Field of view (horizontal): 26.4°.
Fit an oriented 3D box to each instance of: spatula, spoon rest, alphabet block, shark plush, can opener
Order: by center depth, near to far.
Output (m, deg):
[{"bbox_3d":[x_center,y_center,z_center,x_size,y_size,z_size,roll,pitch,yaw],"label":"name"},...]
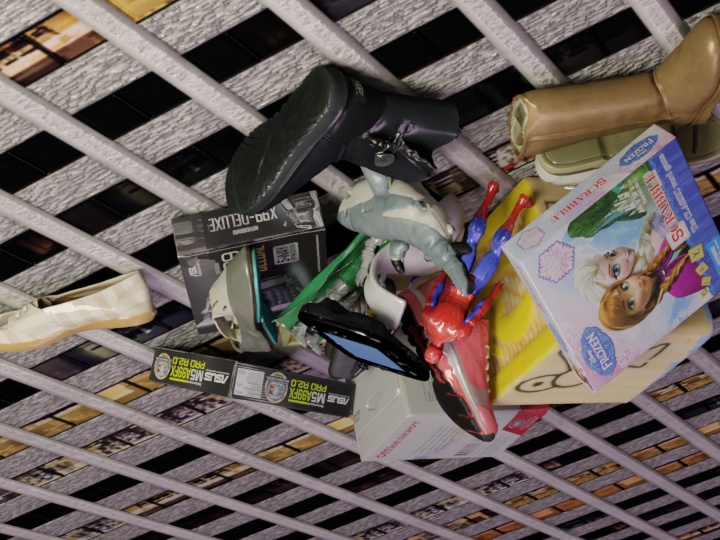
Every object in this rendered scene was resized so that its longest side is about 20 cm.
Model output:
[{"bbox_3d":[0.056,-0.034,1.555,0.084,0.200,0.091,-56,152,11],"label":"shark plush"},{"bbox_3d":[0.056,-0.015,1.622,0.060,0.200,0.100,27,127,10],"label":"spoon rest"},{"bbox_3d":[0.246,0.027,1.733,0.198,0.198,0.196,2,149,-28],"label":"alphabet block"},{"bbox_3d":[0.046,0.048,1.773,0.201,0.020,0.057,-57,178,14],"label":"spatula"},{"bbox_3d":[0.001,0.066,1.795,0.066,0.054,0.201,-8,154,-12],"label":"can opener"}]

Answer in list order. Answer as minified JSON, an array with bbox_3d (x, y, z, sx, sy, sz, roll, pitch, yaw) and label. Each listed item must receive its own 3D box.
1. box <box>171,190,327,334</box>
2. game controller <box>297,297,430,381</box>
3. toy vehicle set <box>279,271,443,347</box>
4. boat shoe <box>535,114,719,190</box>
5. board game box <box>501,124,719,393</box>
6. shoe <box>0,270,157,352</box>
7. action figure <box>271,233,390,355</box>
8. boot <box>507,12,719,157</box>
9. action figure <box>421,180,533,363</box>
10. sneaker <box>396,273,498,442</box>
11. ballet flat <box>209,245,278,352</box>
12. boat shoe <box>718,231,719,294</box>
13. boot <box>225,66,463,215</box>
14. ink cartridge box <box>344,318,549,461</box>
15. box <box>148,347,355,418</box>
[{"bbox_3d":[-0.115,-0.006,1.663,0.156,0.050,0.201,-11,154,-6],"label":"box"},{"bbox_3d":[0.007,0.077,1.602,0.104,0.042,0.200,26,174,24],"label":"game controller"},{"bbox_3d":[0.008,0.044,1.846,0.198,0.027,0.125,-5,152,-17],"label":"toy vehicle set"},{"bbox_3d":[0.280,-0.125,1.597,0.197,0.076,0.069,-4,157,1],"label":"boat shoe"},{"bbox_3d":[0.265,-0.009,1.544,0.199,0.041,0.201,-38,125,-5],"label":"board game box"},{"bbox_3d":[-0.321,0.042,1.668,0.197,0.070,0.054,-11,112,4],"label":"shoe"},{"bbox_3d":[0.000,0.000,1.654,0.200,0.055,0.118,-50,157,4],"label":"action figure"},{"bbox_3d":[0.251,-0.173,1.490,0.197,0.067,0.176,-9,153,-5],"label":"boot"},{"bbox_3d":[0.117,0.008,1.628,0.065,0.202,0.052,26,171,13],"label":"action figure"},{"bbox_3d":[0.116,0.094,1.682,0.086,0.202,0.074,-32,-163,-17],"label":"sneaker"},{"bbox_3d":[-0.128,0.037,1.611,0.063,0.068,0.200,-6,155,1],"label":"ballet flat"},{"bbox_3d":[0.433,-0.020,1.875,0.057,0.068,0.199,-27,148,35],"label":"boat shoe"},{"bbox_3d":[-0.016,-0.107,1.479,0.167,0.077,0.200,13,137,-36],"label":"boot"},{"bbox_3d":[0.099,0.139,1.879,0.198,0.146,0.145,1,152,-27],"label":"ink cartridge box"},{"bbox_3d":[-0.130,0.136,1.861,0.159,0.045,0.199,5,173,45],"label":"box"}]
